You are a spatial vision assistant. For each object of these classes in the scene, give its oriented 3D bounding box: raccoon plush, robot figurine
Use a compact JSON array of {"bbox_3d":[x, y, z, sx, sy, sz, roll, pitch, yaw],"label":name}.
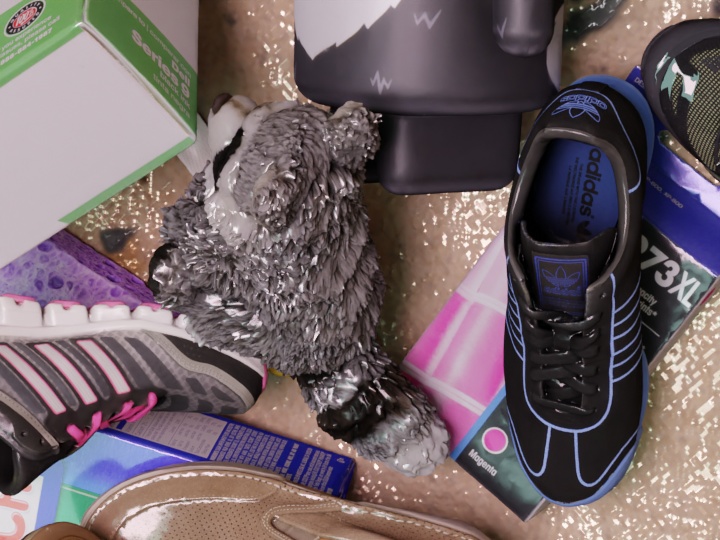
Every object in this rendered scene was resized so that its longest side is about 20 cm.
[{"bbox_3d":[0.000,0.000,1.102,0.200,0.097,0.134,36,155,-18],"label":"raccoon plush"},{"bbox_3d":[0.029,-0.136,1.117,0.150,0.125,0.201,6,101,20],"label":"robot figurine"}]

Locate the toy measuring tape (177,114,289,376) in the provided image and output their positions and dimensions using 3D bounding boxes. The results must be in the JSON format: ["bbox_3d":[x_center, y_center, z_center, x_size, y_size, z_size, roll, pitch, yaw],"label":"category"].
[{"bbox_3d":[-0.061,-0.015,1.201,0.074,0.074,0.200,-39,84,22],"label":"toy measuring tape"}]

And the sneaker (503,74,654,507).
[{"bbox_3d":[0.090,0.016,1.103,0.070,0.078,0.201,6,106,18],"label":"sneaker"}]

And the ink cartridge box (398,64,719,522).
[{"bbox_3d":[0.102,0.012,1.163,0.095,0.037,0.200,40,108,11],"label":"ink cartridge box"}]

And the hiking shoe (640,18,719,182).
[{"bbox_3d":[0.204,-0.044,1.074,0.200,0.101,0.076,37,99,10],"label":"hiking shoe"}]

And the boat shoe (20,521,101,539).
[{"bbox_3d":[-0.122,0.203,1.158,0.072,0.072,0.200,-3,124,41],"label":"boat shoe"}]

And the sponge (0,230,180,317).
[{"bbox_3d":[-0.191,0.019,1.278,0.200,0.030,0.112,33,109,14],"label":"sponge"}]

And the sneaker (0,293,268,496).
[{"bbox_3d":[-0.138,0.061,1.137,0.074,0.199,0.088,147,126,-61],"label":"sneaker"}]

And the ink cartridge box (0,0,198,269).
[{"bbox_3d":[-0.151,-0.110,1.151,0.146,0.200,0.084,-31,125,22],"label":"ink cartridge box"}]

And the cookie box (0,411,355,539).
[{"bbox_3d":[-0.123,0.149,1.225,0.199,0.075,0.172,17,104,3],"label":"cookie box"}]

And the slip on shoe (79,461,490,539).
[{"bbox_3d":[-0.034,0.137,1.142,0.199,0.061,0.076,11,103,3],"label":"slip on shoe"}]
